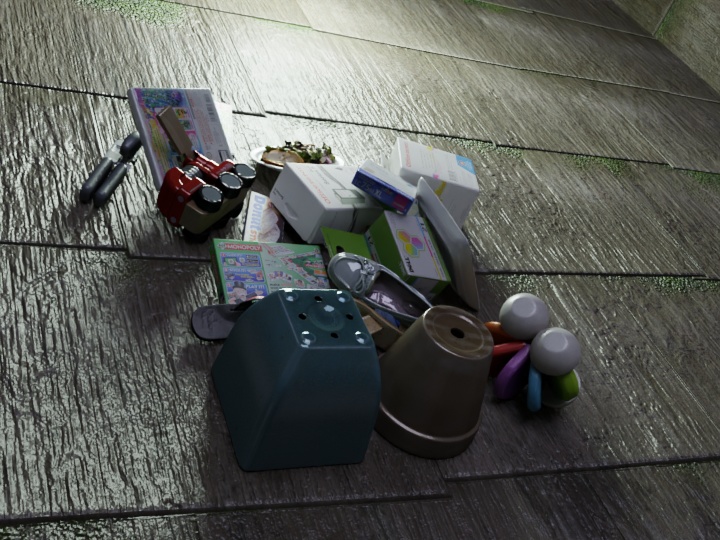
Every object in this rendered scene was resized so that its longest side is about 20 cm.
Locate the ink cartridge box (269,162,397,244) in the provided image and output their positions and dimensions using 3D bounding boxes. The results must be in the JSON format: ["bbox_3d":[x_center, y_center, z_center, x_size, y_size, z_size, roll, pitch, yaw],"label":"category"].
[{"bbox_3d":[-0.051,-0.128,1.720,0.199,0.084,0.146,-4,43,-47],"label":"ink cartridge box"}]

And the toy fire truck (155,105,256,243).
[{"bbox_3d":[-0.304,-0.176,1.599,0.199,0.129,0.176,34,36,6],"label":"toy fire truck"}]

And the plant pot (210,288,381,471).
[{"bbox_3d":[-0.076,0.136,1.274,0.194,0.201,0.197,3,40,-29],"label":"plant pot"}]

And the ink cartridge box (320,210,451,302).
[{"bbox_3d":[0.045,-0.028,1.589,0.199,0.076,0.149,9,49,-38],"label":"ink cartridge box"}]

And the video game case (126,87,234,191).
[{"bbox_3d":[-0.332,-0.250,1.699,0.181,0.024,0.202,-10,78,-44],"label":"video game case"}]

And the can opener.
[{"bbox_3d":[-0.443,-0.188,1.611,0.052,0.067,0.201,21,39,-5],"label":"can opener"}]

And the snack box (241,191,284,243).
[{"bbox_3d":[-0.177,-0.071,1.641,0.071,0.024,0.201,18,35,-14],"label":"snack box"}]

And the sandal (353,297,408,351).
[{"bbox_3d":[0.004,0.107,1.474,0.210,0.078,0.070,24,41,-11],"label":"sandal"}]

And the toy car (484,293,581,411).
[{"bbox_3d":[0.277,0.153,1.523,0.149,0.176,0.200,-31,55,-10],"label":"toy car"}]

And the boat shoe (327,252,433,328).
[{"bbox_3d":[0.038,0.032,1.486,0.201,0.065,0.075,34,77,0],"label":"boat shoe"}]

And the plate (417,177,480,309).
[{"bbox_3d":[0.158,-0.046,1.693,0.032,0.200,0.201,-25,48,-5],"label":"plate"}]

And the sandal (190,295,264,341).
[{"bbox_3d":[-0.166,0.074,1.419,0.198,0.045,0.076,-6,69,-31],"label":"sandal"}]

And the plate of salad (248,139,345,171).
[{"bbox_3d":[-0.127,-0.236,1.832,0.198,0.049,0.200,6,20,-2],"label":"plate of salad"}]

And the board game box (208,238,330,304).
[{"bbox_3d":[-0.148,0.013,1.522,0.198,0.029,0.136,3,51,-28],"label":"board game box"}]

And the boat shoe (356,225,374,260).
[{"bbox_3d":[-0.002,-0.002,1.638,0.073,0.063,0.202,32,39,-14],"label":"boat shoe"}]

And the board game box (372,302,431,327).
[{"bbox_3d":[0.075,0.064,1.618,0.102,0.020,0.201,21,35,-4],"label":"board game box"}]

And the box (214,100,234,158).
[{"bbox_3d":[-0.315,-0.287,1.838,0.109,0.035,0.201,10,37,-19],"label":"box"}]

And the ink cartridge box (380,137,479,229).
[{"bbox_3d":[0.126,-0.175,1.871,0.198,0.126,0.129,15,35,-12],"label":"ink cartridge box"}]

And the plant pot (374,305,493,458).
[{"bbox_3d":[0.117,0.155,1.388,0.198,0.175,0.201,15,34,-11],"label":"plant pot"}]

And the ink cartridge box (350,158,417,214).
[{"bbox_3d":[0.046,-0.157,1.684,0.119,0.042,0.200,29,11,-1],"label":"ink cartridge box"}]
